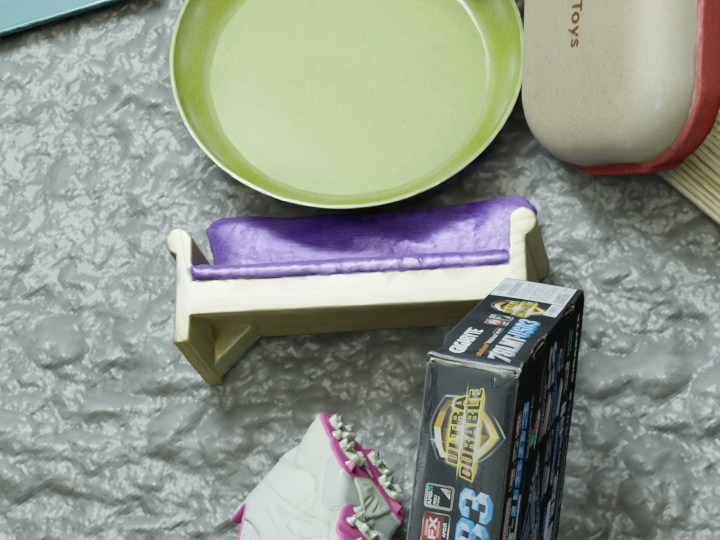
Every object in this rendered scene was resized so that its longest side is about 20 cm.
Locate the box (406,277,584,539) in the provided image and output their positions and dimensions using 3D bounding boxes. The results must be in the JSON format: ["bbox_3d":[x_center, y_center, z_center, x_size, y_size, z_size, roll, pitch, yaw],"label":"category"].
[{"bbox_3d":[0.061,0.118,1.087,0.049,0.198,0.201,8,102,14],"label":"box"}]

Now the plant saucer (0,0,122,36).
[{"bbox_3d":[-0.219,-0.168,1.371,0.199,0.019,0.070,-15,69,4],"label":"plant saucer"}]

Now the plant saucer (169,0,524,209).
[{"bbox_3d":[-0.007,-0.115,1.291,0.199,0.031,0.201,-2,62,3],"label":"plant saucer"}]

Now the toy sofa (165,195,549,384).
[{"bbox_3d":[0.000,0.000,1.237,0.199,0.083,0.098,-3,72,9],"label":"toy sofa"}]

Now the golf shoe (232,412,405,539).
[{"bbox_3d":[-0.019,0.151,1.156,0.091,0.200,0.075,-37,110,10],"label":"golf shoe"}]

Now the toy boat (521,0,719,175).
[{"bbox_3d":[0.169,-0.150,1.245,0.130,0.130,0.201,3,90,-34],"label":"toy boat"}]

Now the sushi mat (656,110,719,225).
[{"bbox_3d":[0.258,-0.031,1.237,0.200,0.012,0.096,42,83,20],"label":"sushi mat"}]
